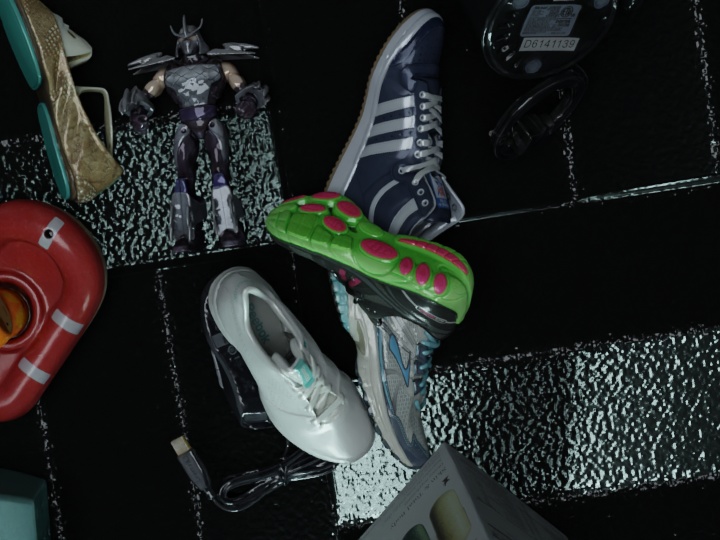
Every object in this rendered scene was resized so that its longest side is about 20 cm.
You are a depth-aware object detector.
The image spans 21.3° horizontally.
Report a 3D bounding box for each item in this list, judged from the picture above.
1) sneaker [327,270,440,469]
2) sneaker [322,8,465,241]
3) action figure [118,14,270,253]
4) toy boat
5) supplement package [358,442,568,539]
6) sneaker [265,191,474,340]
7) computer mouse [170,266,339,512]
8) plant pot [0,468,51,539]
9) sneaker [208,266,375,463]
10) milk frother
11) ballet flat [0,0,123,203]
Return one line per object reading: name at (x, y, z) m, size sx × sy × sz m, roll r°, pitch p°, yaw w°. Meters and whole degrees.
sneaker at (0.036, 0.070, 1.633) m, size 0.085 × 0.078 × 0.202 m, roll -17°, pitch 94°, yaw 4°
sneaker at (0.050, -0.109, 1.598) m, size 0.108 × 0.070 × 0.202 m, roll 31°, pitch 106°, yaw 29°
action figure at (-0.136, -0.118, 1.635) m, size 0.129 × 0.069 × 0.202 m, roll -6°, pitch 91°, yaw 15°
toy boat at (-0.307, 0.036, 1.634) m, size 0.130 × 0.131 × 0.201 m, roll 35°, pitch 98°, yaw 1°
supplement package at (0.092, 0.273, 1.568) m, size 0.150 × 0.200 × 0.152 m, roll 38°, pitch 98°, yaw -17°
sneaker at (0.000, 0.000, 1.568) m, size 0.199 × 0.077 × 0.084 m, roll 28°, pitch 133°, yaw 28°
computer mouse at (-0.110, 0.105, 1.658) m, size 0.139 × 0.046 × 0.201 m, roll -28°, pitch 102°, yaw -11°
plant pot at (-0.372, 0.241, 1.662) m, size 0.198 × 0.141 × 0.143 m, roll -3°, pitch 96°, yaw -2°
sneaker at (-0.053, 0.087, 1.602) m, size 0.075 × 0.088 × 0.200 m, roll -42°, pitch 105°, yaw -11°
milk frother at (0.116, -0.223, 1.564) m, size 0.200 × 0.179 × 0.189 m, roll -52°, pitch 45°, yaw 30°
ballet flat at (-0.255, -0.160, 1.652) m, size 0.065 × 0.070 × 0.202 m, roll -19°, pitch 97°, yaw -20°
